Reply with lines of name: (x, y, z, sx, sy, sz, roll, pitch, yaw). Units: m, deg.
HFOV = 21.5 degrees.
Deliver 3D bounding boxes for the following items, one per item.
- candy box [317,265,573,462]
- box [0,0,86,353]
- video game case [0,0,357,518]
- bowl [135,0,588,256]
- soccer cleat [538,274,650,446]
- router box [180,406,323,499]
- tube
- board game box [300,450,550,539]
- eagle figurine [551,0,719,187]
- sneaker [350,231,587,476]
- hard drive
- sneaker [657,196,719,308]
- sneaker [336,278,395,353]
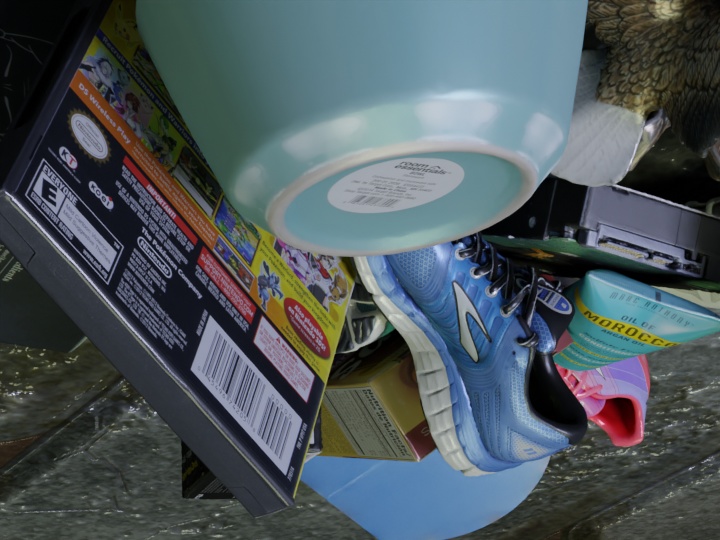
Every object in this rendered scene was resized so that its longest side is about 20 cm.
candy box: (0.027, 0.056, 1.107, 0.117, 0.057, 0.200, -35, -171, -20)
box: (-0.204, -0.062, 0.870, 0.199, 0.149, 0.107, 11, 148, -28)
video game case: (-0.076, -0.019, 0.853, 0.025, 0.181, 0.200, -21, 123, 30)
bowl: (0.010, -0.074, 0.802, 0.200, 0.105, 0.201, -9, 161, -3)
soccer cleat: (0.126, 0.056, 1.232, 0.067, 0.077, 0.200, -24, 147, 31)
router box: (-0.065, 0.041, 1.044, 0.051, 0.150, 0.200, 1, 166, -13)
tube: (0.140, 0.024, 1.033, 0.077, 0.051, 0.200, 14, 172, -3)
board game box: (0.033, 0.112, 1.346, 0.158, 0.039, 0.200, -36, 120, 25)
eagle figurine: (0.161, -0.124, 0.854, 0.151, 0.151, 0.200, 10, 163, 2)
sneaker: (0.061, 0.008, 0.945, 0.089, 0.079, 0.200, -11, 116, 31)
hard drive: (0.110, -0.022, 1.030, 0.139, 0.038, 0.200, 14, 177, -32)
sneaker: (0.202, -0.012, 1.091, 0.115, 0.076, 0.201, 0, 167, -8)
sneaker: (0.000, 0.000, 1.063, 0.079, 0.078, 0.200, -6, -175, -9)
